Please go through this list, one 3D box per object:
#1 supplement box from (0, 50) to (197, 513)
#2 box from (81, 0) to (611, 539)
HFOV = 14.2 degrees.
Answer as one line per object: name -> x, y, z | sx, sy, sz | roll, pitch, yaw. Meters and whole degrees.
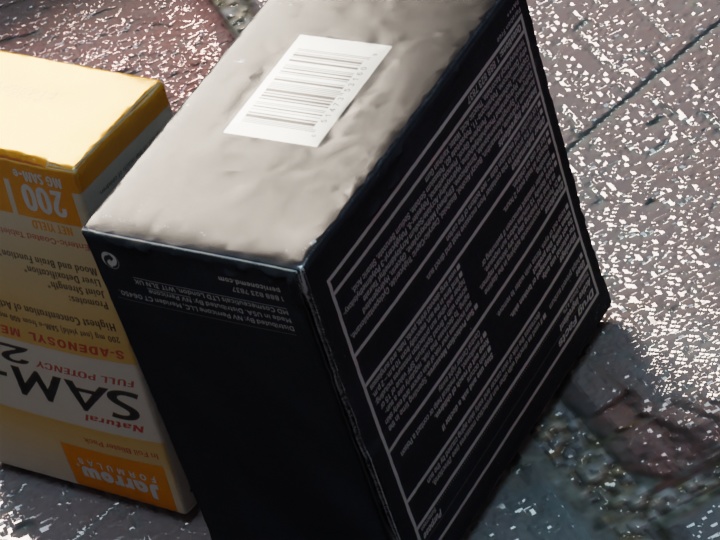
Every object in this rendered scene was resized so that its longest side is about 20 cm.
supplement box -> -0.133, 0.005, 1.322 | 0.125, 0.201, 0.074 | 12, 44, 32
box -> 0.000, 0.000, 1.278 | 0.123, 0.199, 0.200 | 10, 46, 32
